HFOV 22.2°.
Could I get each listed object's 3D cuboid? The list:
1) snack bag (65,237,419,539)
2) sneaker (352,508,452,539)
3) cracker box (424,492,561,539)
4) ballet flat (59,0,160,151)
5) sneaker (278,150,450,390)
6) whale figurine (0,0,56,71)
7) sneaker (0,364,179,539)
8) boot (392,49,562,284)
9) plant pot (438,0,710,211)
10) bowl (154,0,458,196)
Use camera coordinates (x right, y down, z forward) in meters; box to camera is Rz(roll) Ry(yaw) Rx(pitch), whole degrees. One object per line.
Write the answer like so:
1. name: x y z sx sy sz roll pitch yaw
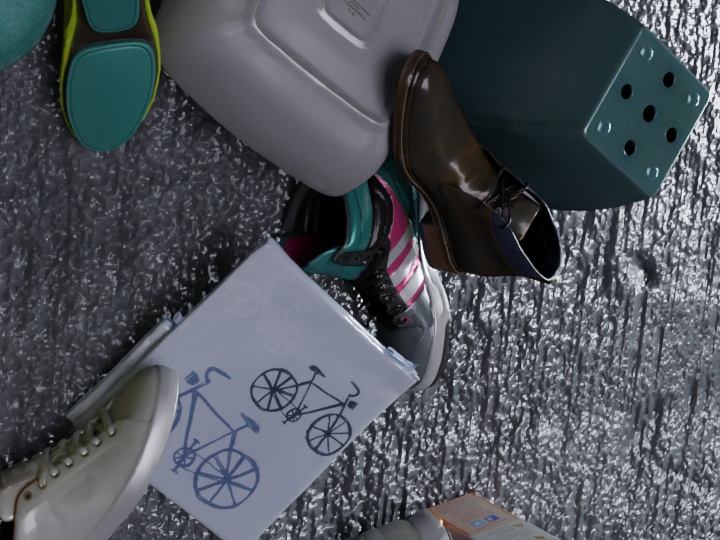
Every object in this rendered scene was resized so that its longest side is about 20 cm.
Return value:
1. snack bag: -0.081 0.089 1.323 0.200 0.021 0.188 -44 123 5
2. sneaker: 0.025 0.289 1.462 0.091 0.076 0.202 -8 105 -18
3. cracker box: 0.128 0.272 1.439 0.057 0.199 0.135 -15 110 -30
4. ballet flat: -0.164 -0.166 1.188 0.066 0.067 0.201 -5 143 -12
5. sneaker: 0.000 0.000 1.350 0.120 0.083 0.202 -14 102 -37
6. whale figurine: -0.274 -0.164 1.106 0.199 0.104 0.160 -26 116 -23
7. sneaker: -0.199 0.142 1.245 0.084 0.073 0.201 32 94 -24
8. boot: 0.085 -0.068 1.275 0.075 0.096 0.201 -57 148 -30
9. plant pot: 0.146 -0.128 1.350 0.141 0.199 0.142 37 81 -36
10. bowl: -0.024 -0.177 1.259 0.199 0.074 0.201 37 66 -24
